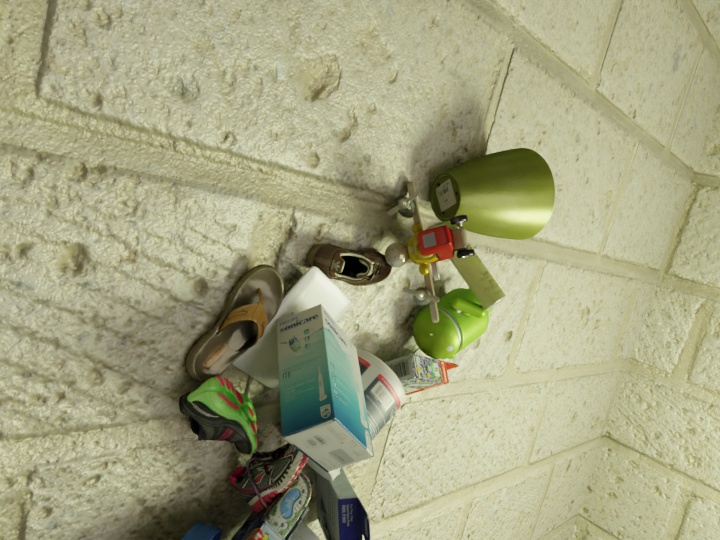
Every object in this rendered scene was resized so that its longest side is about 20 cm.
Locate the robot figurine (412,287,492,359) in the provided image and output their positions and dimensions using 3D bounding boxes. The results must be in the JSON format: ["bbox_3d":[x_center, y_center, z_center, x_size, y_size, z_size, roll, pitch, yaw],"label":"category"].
[{"bbox_3d":[0.191,0.111,1.230,0.199,0.116,0.176,-27,156,-38],"label":"robot figurine"}]

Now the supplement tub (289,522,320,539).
[{"bbox_3d":[-0.152,0.564,1.044,0.200,0.132,0.133,-39,131,-28],"label":"supplement tub"}]

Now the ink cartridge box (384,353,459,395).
[{"bbox_3d":[0.117,0.220,1.200,0.199,0.109,0.051,21,53,-49],"label":"ink cartridge box"}]

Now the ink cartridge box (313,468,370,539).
[{"bbox_3d":[-0.038,0.456,1.072,0.040,0.200,0.201,-11,116,-20],"label":"ink cartridge box"}]

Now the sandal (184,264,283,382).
[{"bbox_3d":[-0.176,0.083,0.857,0.080,0.054,0.200,45,74,-29],"label":"sandal"}]

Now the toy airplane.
[{"bbox_3d":[0.109,-0.036,1.062,0.140,0.200,0.200,-9,128,-10],"label":"toy airplane"}]

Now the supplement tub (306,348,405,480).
[{"bbox_3d":[-0.029,0.252,1.035,0.200,0.140,0.141,-44,134,-25],"label":"supplement tub"}]

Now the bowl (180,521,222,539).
[{"bbox_3d":[-0.278,0.470,0.865,0.201,0.039,0.201,-60,173,-12],"label":"bowl"}]

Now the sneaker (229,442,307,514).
[{"bbox_3d":[-0.141,0.312,0.924,0.200,0.075,0.081,-49,180,29],"label":"sneaker"}]

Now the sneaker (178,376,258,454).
[{"bbox_3d":[-0.213,0.225,0.891,0.083,0.077,0.201,-17,138,3],"label":"sneaker"}]

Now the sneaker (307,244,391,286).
[{"bbox_3d":[0.000,0.000,1.007,0.199,0.075,0.071,5,103,-48],"label":"sneaker"}]

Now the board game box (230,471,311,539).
[{"bbox_3d":[-0.150,0.425,0.929,0.062,0.200,0.200,43,56,-1],"label":"board game box"}]

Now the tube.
[{"bbox_3d":[0.215,-0.015,1.174,0.052,0.201,0.058,-34,165,7],"label":"tube"}]

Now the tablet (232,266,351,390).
[{"bbox_3d":[-0.108,0.098,0.954,0.200,0.014,0.130,-48,137,-5],"label":"tablet"}]

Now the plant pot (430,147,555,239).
[{"bbox_3d":[0.243,-0.148,1.151,0.199,0.187,0.189,-6,112,-30],"label":"plant pot"}]

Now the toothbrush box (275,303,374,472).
[{"bbox_3d":[-0.056,0.177,0.887,0.085,0.201,0.147,-21,138,12],"label":"toothbrush box"}]
